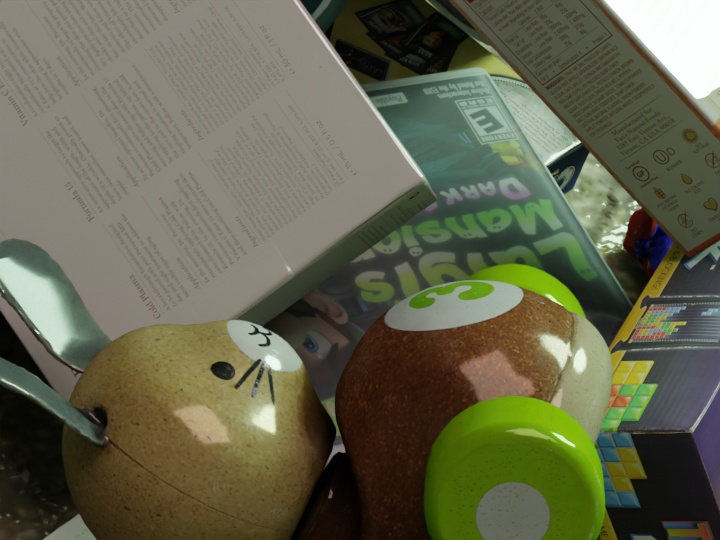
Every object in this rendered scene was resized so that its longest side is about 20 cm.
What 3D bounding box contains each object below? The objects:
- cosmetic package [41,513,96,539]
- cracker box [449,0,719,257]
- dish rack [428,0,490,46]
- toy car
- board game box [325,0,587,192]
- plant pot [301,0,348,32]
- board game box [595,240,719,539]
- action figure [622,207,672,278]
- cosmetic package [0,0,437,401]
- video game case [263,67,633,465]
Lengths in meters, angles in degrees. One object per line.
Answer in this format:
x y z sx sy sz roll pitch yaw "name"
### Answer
-0.096 0.140 0.968 0.082 0.051 0.200 38 47 20 "cosmetic package"
0.097 -0.122 1.030 0.200 0.058 0.134 47 46 -9 "cracker box"
0.023 -0.184 1.166 0.172 0.200 0.044 44 79 3 "dish rack"
-0.034 0.047 0.898 0.200 0.158 0.164 28 17 -6 "toy car"
-0.017 -0.079 1.204 0.200 0.035 0.135 41 48 19 "board game box"
-0.079 -0.150 1.102 0.199 0.135 0.201 -1 85 10 "plant pot"
0.159 0.064 1.051 0.057 0.166 0.200 -1 35 32 "board game box"
0.139 0.007 1.147 0.065 0.099 0.200 19 42 -2 "action figure"
-0.090 -0.064 1.001 0.151 0.052 0.200 -35 80 1 "cosmetic package"
0.000 0.000 1.083 0.200 0.023 0.182 -10 52 -27 "video game case"
